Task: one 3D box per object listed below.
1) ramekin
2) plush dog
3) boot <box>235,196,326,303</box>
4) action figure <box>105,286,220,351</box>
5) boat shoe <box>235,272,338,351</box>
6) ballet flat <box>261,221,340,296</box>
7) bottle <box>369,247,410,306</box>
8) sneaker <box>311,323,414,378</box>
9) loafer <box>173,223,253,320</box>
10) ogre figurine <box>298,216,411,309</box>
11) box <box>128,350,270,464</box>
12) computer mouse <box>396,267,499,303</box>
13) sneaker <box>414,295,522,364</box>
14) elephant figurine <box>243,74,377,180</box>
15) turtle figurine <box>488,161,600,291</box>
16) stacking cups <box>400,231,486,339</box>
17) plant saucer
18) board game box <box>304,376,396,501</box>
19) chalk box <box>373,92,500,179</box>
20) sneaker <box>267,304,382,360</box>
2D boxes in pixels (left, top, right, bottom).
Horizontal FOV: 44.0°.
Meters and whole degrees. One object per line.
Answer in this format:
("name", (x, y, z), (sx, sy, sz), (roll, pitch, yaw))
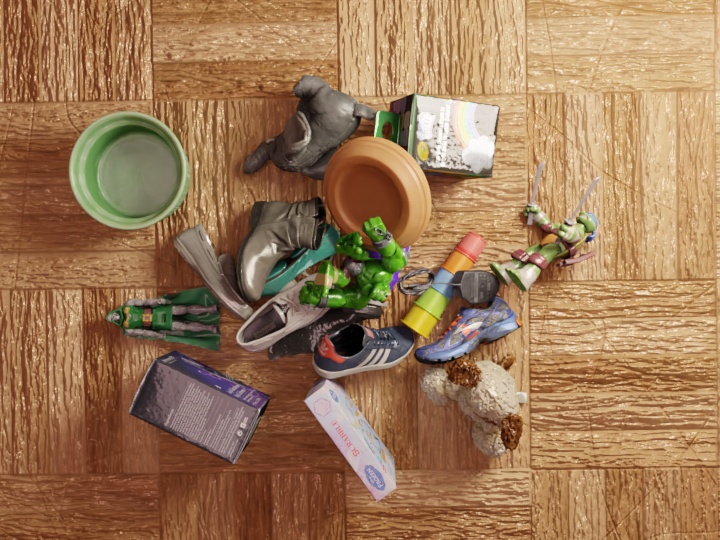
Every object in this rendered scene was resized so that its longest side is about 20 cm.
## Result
("ramekin", (-0.391, -0.169, 1.543), (0.200, 0.098, 0.200), (0, 91, 1))
("plush dog", (0.217, 0.211, 1.504), (0.160, 0.172, 0.200), (-44, 89, 1))
("boot", (-0.131, -0.041, 1.510), (0.130, 0.068, 0.200), (-1, 62, 20))
("action figure", (-0.349, 0.084, 1.570), (0.200, 0.055, 0.118), (0, 86, 1))
("boat shoe", (-0.127, 0.068, 1.516), (0.200, 0.066, 0.072), (-31, 78, 6))
("ballet flat", (-0.112, 0.000, 1.561), (0.200, 0.067, 0.070), (-38, 107, 3))
("bottle", (0.045, -0.039, 1.555), (0.083, 0.065, 0.200), (12, 91, 8))
("sneaker", (0.015, 0.121, 1.511), (0.200, 0.085, 0.075), (-16, 50, -33))
("loafer", (-0.246, 0.000, 1.544), (0.070, 0.070, 0.200), (-39, 75, -8))
("ogre figurine", (0.000, 0.000, 1.458), (0.120, 0.098, 0.200), (20, 107, -36))
("box", (-0.271, 0.229, 1.523), (0.200, 0.148, 0.104), (26, 91, 0))
("computer mouse", (0.149, 0.025, 1.514), (0.200, 0.034, 0.059), (4, 90, -25))
("sneaker", (0.180, 0.106, 1.555), (0.200, 0.075, 0.079), (-23, 79, -14))
("elephant figurine", (-0.093, -0.220, 1.525), (0.141, 0.155, 0.200), (32, 90, -12))
("turtle figurine", (0.303, -0.070, 1.508), (0.194, 0.200, 0.144), (-41, 52, -9))
("stacking cups", (0.148, 0.022, 1.557), (0.060, 0.061, 0.200), (34, 91, 0))
("plant saucer", (0.020, -0.119, 1.465), (0.200, 0.037, 0.201), (15, 121, 26))
("board game box", (-0.014, 0.271, 1.496), (0.041, 0.200, 0.200), (-36, 89, 2))
("chalk box", (0.114, -0.225, 1.497), (0.200, 0.124, 0.125), (5, 92, -16))
("sneaker", (-0.062, 0.109, 1.564), (0.199, 0.060, 0.104), (1, 88, 7))
